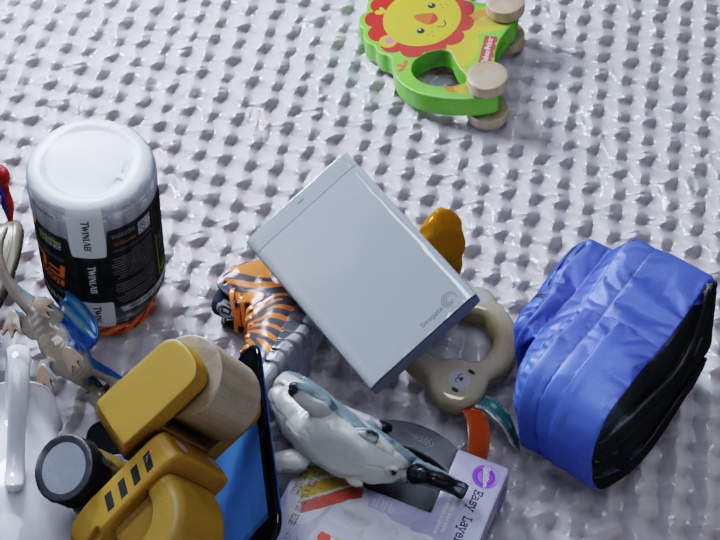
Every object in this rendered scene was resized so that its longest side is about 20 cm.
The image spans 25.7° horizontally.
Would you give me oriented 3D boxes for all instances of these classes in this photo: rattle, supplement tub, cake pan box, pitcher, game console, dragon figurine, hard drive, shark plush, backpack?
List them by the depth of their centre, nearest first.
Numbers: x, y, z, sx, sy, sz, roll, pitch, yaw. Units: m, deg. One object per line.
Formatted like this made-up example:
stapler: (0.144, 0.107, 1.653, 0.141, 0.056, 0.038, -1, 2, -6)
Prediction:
pitcher: (-0.296, 0.182, 1.351, 0.120, 0.173, 0.202, 0, 49, -9)
game console: (-0.160, 0.182, 1.389, 0.168, 0.119, 0.202, -6, 51, -6)
shark plush: (0.006, 0.143, 1.406, 0.198, 0.092, 0.083, 13, 20, 14)
cake pan box: (0.019, 0.228, 1.408, 0.182, 0.053, 0.201, 22, 52, 12)
backpack: (0.220, 0.090, 1.465, 0.167, 0.163, 0.201, 25, 66, 29)
dragon figurine: (-0.282, 0.058, 1.470, 0.059, 0.099, 0.201, -37, 84, 7)
hard drive: (0.000, 0.000, 1.490, 0.132, 0.027, 0.200, -41, 66, -2)
rattle: (0.106, 0.065, 1.493, 0.129, 0.144, 0.201, 12, 41, -18)
supplement tub: (-0.249, -0.036, 1.512, 0.121, 0.201, 0.124, 1, 50, -1)

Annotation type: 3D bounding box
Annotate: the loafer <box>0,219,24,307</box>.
loafer: (-0.377, 0.037, 1.486, 0.067, 0.076, 0.202, 25, 74, -10)

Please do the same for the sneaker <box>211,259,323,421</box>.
sneaker: (-0.102, 0.065, 1.528, 0.111, 0.078, 0.201, 14, 42, 15)

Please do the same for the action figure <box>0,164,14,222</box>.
action figure: (-0.387, -0.032, 1.601, 0.064, 0.099, 0.203, 4, 72, -3)

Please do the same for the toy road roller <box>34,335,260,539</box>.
toy road roller: (-0.153, 0.169, 1.304, 0.200, 0.123, 0.146, -44, 60, 3)

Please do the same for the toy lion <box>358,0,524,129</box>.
toy lion: (0.087, -0.259, 1.809, 0.189, 0.069, 0.202, 6, 51, 11)
